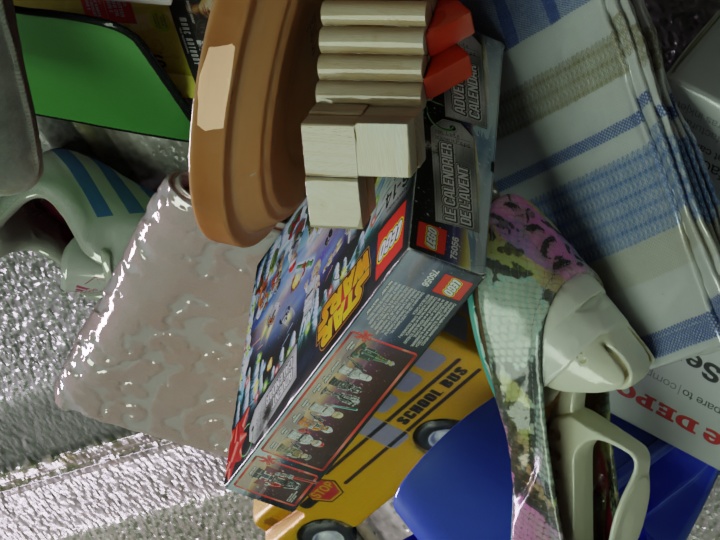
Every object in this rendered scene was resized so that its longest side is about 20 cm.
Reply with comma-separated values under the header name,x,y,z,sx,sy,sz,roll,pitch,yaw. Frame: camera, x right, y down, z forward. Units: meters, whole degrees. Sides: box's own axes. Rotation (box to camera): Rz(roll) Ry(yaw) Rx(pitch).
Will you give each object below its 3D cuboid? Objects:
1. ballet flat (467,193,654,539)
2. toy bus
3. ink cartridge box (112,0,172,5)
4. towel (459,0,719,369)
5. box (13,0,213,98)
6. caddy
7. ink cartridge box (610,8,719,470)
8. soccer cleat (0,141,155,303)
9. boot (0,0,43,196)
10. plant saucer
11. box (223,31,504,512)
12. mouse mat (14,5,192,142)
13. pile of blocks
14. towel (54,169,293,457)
name,x,y,z,sx,sy,sz,roll,pitch,yaw
ballet flat,0.094,0.065,1.100,0.071,0.069,0.201,6,109,42
toy bus,0.002,0.070,1.282,0.078,0.065,0.200,25,135,-23
ink cartridge box,-0.177,-0.210,1.176,0.199,0.085,0.145,4,131,0
towel,0.101,-0.050,1.107,0.147,0.024,0.201,-27,83,62
box,-0.116,-0.131,1.277,0.199,0.050,0.076,8,131,31
caddy,0.099,0.125,1.239,0.105,0.200,0.142,42,143,22
ink cartridge box,0.191,-0.001,1.142,0.146,0.084,0.201,28,136,15
soccer cleat,-0.108,-0.004,1.349,0.199,0.086,0.070,19,133,21
boot,-0.216,-0.138,1.141,0.182,0.073,0.200,39,158,16
plant saucer,-0.026,-0.107,1.127,0.032,0.201,0.201,15,132,12
box,0.000,0.000,1.143,0.040,0.137,0.200,20,138,-16
mouse mat,-0.183,-0.107,1.268,0.199,0.008,0.161,12,165,14
pile of blocks,0.022,-0.111,1.065,0.062,0.201,0.082,3,168,17
towel,-0.045,0.039,1.325,0.190,0.032,0.200,18,138,-14
